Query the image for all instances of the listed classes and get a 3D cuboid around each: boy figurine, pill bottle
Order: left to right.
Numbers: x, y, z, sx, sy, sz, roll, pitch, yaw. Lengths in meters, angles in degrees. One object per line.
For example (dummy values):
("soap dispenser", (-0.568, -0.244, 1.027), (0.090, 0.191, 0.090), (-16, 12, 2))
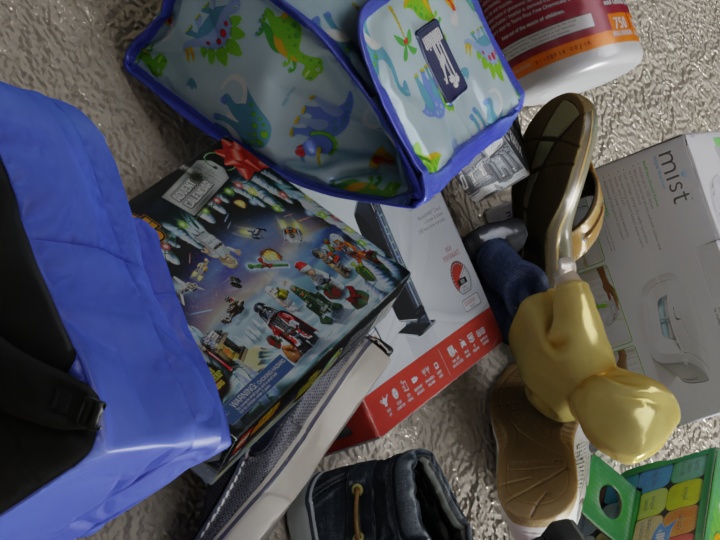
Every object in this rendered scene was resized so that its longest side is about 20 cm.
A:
("pill bottle", (0.145, -0.243, 1.495), (0.113, 0.113, 0.200), (-11, 82, -59))
("boy figurine", (0.137, 0.047, 1.248), (0.064, 0.125, 0.200), (-20, 48, -26))

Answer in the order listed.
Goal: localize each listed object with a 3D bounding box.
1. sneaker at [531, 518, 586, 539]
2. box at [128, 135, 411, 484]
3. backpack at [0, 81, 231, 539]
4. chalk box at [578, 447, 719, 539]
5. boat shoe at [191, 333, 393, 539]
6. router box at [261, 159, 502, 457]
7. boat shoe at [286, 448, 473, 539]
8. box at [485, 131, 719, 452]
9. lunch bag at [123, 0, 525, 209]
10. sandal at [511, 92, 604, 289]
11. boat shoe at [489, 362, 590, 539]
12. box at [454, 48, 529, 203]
("sneaker", (0.123, 0.232, 1.094), (0.200, 0.079, 0.075), (65, -5, -31))
("box", (-0.075, 0.014, 0.987), (0.137, 0.040, 0.200), (36, 36, 8))
("backpack", (-0.163, 0.022, 0.813), (0.200, 0.162, 0.168), (64, 19, 16))
("chalk box", (0.222, 0.216, 1.326), (0.200, 0.124, 0.125), (54, 33, -24))
("boat shoe", (-0.067, 0.090, 1.017), (0.093, 0.075, 0.200), (35, 48, 2))
("router box", (0.000, 0.000, 1.180), (0.200, 0.049, 0.180), (-32, 99, -59))
("boat shoe", (0.026, 0.204, 1.056), (0.071, 0.091, 0.201), (-7, 78, -58))
("box", (0.213, 0.018, 1.383), (0.097, 0.176, 0.200), (-9, 79, -59))
("lunch bag", (-0.009, -0.128, 1.109), (0.200, 0.128, 0.170), (38, 34, 6))
("sandal", (0.145, -0.036, 1.330), (0.080, 0.054, 0.200), (-130, -140, -55))
("boat shoe", (0.125, 0.132, 1.291), (0.200, 0.071, 0.069), (-72, 159, -57))
("box", (0.045, -0.168, 1.304), (0.200, 0.050, 0.158), (52, 20, -35))
